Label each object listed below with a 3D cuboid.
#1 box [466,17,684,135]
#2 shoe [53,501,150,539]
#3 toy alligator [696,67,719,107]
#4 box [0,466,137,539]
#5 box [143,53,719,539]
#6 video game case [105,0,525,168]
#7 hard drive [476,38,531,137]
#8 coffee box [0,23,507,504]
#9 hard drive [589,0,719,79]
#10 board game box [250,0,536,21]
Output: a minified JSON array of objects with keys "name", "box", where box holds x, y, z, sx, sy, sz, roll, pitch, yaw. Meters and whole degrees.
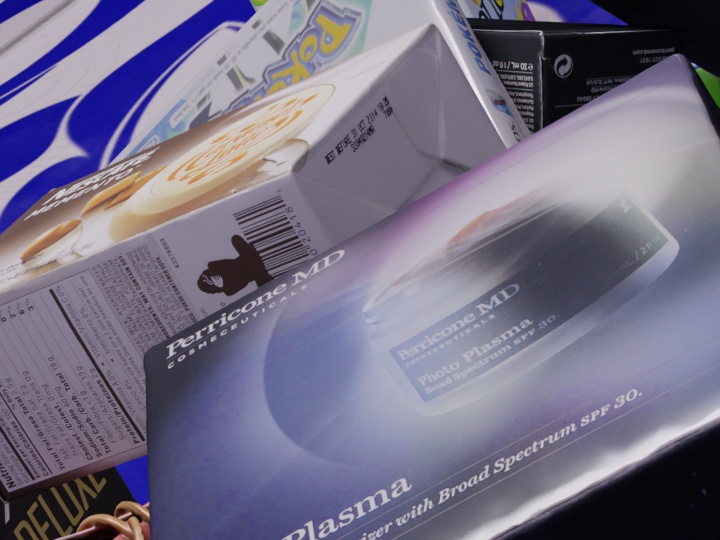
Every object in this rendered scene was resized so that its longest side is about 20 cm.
[{"name":"box","box":[0.047,-0.034,1.207,0.078,0.142,0.200,-3,8,-33]},{"name":"shoe","box":[-0.067,0.104,0.999,0.071,0.091,0.201,16,76,50]},{"name":"toy alligator","box":[0.181,-0.090,1.267,0.199,0.060,0.054,-24,5,11]},{"name":"box","box":[-0.158,0.130,1.105,0.050,0.158,0.200,-13,27,33]},{"name":"box","box":[0.048,0.066,0.824,0.199,0.124,0.199,-29,26,10]},{"name":"video game case","box":[-0.026,-0.023,1.117,0.200,0.022,0.183,-43,46,22]},{"name":"hard drive","box":[0.000,0.000,1.153,0.200,0.027,0.132,-57,41,30]},{"name":"coffee box","box":[-0.053,0.000,1.024,0.199,0.080,0.114,-20,17,39]},{"name":"hard drive","box":[0.175,-0.101,1.147,0.135,0.199,0.043,7,74,56]},{"name":"board game box","box":[0.006,-0.156,1.442,0.103,0.201,0.105,-20,24,19]}]
